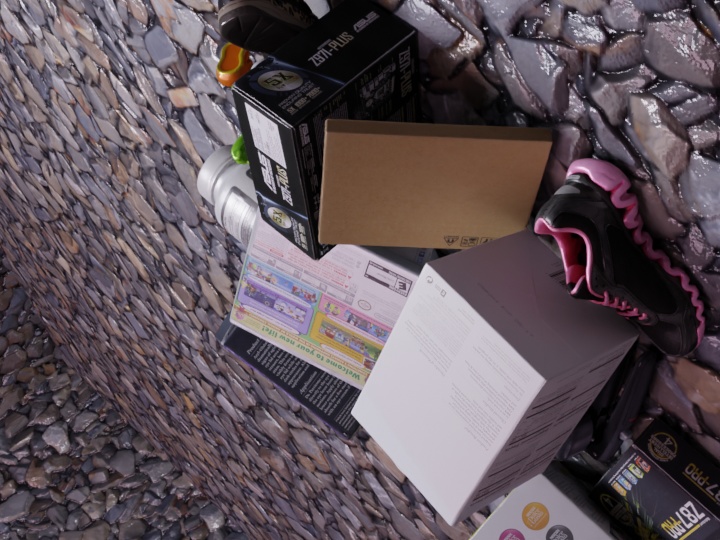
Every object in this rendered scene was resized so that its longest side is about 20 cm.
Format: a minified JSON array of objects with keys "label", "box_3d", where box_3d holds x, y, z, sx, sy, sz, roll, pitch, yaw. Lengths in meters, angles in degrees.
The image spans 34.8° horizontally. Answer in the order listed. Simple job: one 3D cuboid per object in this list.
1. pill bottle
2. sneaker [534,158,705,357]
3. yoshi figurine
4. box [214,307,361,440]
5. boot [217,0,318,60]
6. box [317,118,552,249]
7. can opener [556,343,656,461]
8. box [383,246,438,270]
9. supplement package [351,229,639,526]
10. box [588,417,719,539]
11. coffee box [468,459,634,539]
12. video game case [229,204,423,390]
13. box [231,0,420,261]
[{"label":"pill bottle","box_3d":[-0.114,-0.075,1.457,0.200,0.111,0.111,39,155,25]},{"label":"sneaker","box_3d":[0.218,0.006,0.988,0.200,0.095,0.079,53,156,-13]},{"label":"yoshi figurine","box_3d":[-0.093,-0.161,1.295,0.112,0.112,0.200,27,152,31]},{"label":"box","box_3d":[-0.071,0.102,1.415,0.200,0.104,0.148,37,174,-7]},{"label":"boot","box_3d":[-0.092,-0.283,1.118,0.200,0.073,0.151,4,-111,-65]},{"label":"box","box_3d":[0.063,-0.075,1.053,0.199,0.021,0.164,3,145,-3]},{"label":"can opener","box_3d":[0.258,0.136,1.165,0.063,0.079,0.200,41,145,19]},{"label":"box","box_3d":[0.000,0.000,1.294,0.199,0.036,0.144,12,157,22]},{"label":"supplement package","box_3d":[0.120,0.096,1.065,0.152,0.150,0.200,46,131,26]},{"label":"box","box_3d":[0.336,0.254,1.217,0.161,0.049,0.200,41,158,14]},{"label":"coffee box","box_3d":[0.218,0.357,1.317,0.198,0.200,0.200,43,-174,16]},{"label":"video game case","box_3d":[-0.038,0.029,1.253,0.199,0.022,0.183,26,128,10]},{"label":"box","box_3d":[-0.026,-0.137,1.126,0.086,0.164,0.200,37,156,28]}]
